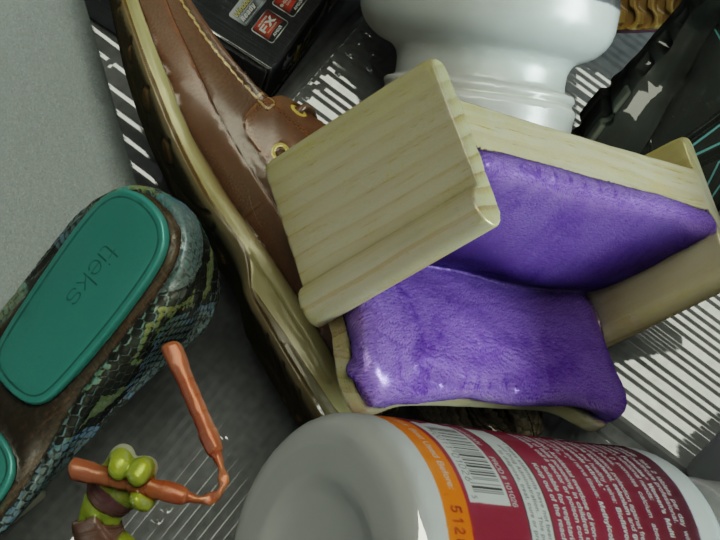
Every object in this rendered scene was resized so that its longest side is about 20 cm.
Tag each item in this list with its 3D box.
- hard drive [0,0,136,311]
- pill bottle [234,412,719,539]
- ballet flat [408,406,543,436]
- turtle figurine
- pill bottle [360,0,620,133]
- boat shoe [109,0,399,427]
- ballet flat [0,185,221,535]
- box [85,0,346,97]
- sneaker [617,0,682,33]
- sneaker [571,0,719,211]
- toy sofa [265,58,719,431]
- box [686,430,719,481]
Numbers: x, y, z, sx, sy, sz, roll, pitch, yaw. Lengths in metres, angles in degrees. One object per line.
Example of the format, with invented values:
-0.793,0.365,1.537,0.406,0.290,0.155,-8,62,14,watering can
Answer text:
-0.169,-0.064,0.835,0.139,0.033,0.201,-15,81,-13,hard drive
0.062,0.113,0.753,0.199,0.109,0.110,10,59,-37,pill bottle
0.000,0.000,0.863,0.067,0.046,0.200,-38,78,-26,ballet flat
-0.105,0.133,0.752,0.160,0.064,0.202,-11,98,-22,turtle figurine
0.058,-0.147,0.882,0.110,0.111,0.202,7,91,-10,pill bottle
-0.034,-0.032,0.821,0.067,0.072,0.201,-27,81,-11,boat shoe
-0.124,0.056,0.788,0.200,0.074,0.074,-44,78,5,ballet flat
-0.056,-0.186,0.939,0.158,0.048,0.200,34,62,4,box
0.153,-0.142,0.960,0.199,0.090,0.076,9,99,14,sneaker
0.164,-0.092,0.889,0.079,0.200,0.075,34,21,-7,sneaker
0.063,-0.003,0.786,0.199,0.083,0.098,10,56,-53,toy sofa
0.277,0.080,0.839,0.199,0.131,0.199,-34,76,-25,box
